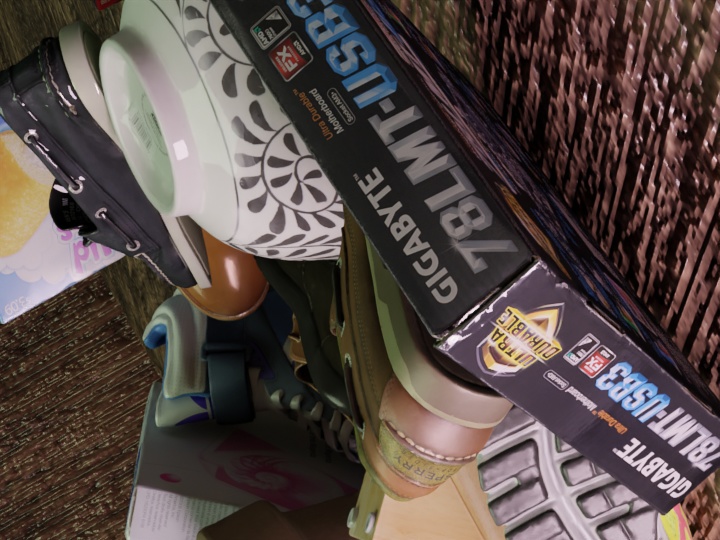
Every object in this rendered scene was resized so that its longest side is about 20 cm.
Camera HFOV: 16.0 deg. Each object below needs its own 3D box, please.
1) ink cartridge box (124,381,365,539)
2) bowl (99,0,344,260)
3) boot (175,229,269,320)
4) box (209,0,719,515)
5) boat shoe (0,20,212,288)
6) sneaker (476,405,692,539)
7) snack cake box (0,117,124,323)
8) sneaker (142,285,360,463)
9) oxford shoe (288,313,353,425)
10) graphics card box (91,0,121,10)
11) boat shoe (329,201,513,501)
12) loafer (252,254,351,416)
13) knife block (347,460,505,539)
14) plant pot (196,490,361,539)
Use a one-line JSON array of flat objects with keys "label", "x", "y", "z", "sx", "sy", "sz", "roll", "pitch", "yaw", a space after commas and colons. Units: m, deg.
[{"label": "ink cartridge box", "x": -0.038, "y": 0.131, "z": 1.553, "sx": 0.196, "sy": 0.198, "sz": 0.044, "roll": -99, "pitch": 20, "yaw": -75}, {"label": "bowl", "x": -0.063, "y": -0.083, "z": 1.202, "sx": 0.201, "sy": 0.094, "sz": 0.202, "roll": 55, "pitch": 157, "yaw": 36}, {"label": "boot", "x": -0.084, "y": -0.059, "z": 1.419, "sx": 0.155, "sy": 0.073, "sz": 0.201, "roll": -149, "pitch": 44, "yaw": -75}, {"label": "box", "x": 0.036, "y": -0.025, "z": 0.899, "sx": 0.200, "sy": 0.050, "sz": 0.198, "roll": 55, "pitch": -169, "yaw": 32}, {"label": "boat shoe", "x": -0.132, "y": -0.047, "z": 1.307, "sx": 0.200, "sy": 0.066, "sz": 0.075, "roll": 60, "pitch": -169, "yaw": -58}, {"label": "sneaker", "x": 0.095, "y": 0.096, "z": 1.063, "sx": 0.090, "sy": 0.078, "sz": 0.201, "roll": -91, "pitch": -16, "yaw": -74}, {"label": "snack cake box", "x": -0.156, "y": -0.067, "z": 1.530, "sx": 0.116, "sy": 0.199, "sz": 0.067, "roll": 62, "pitch": 170, "yaw": -10}, {"label": "sneaker", "x": -0.047, "y": 0.080, "z": 1.545, "sx": 0.201, "sy": 0.146, "sz": 0.081, "roll": 57, "pitch": 170, "yaw": 24}, {"label": "oxford shoe", "x": -0.015, "y": 0.024, "z": 1.444, "sx": 0.201, "sy": 0.071, "sz": 0.072, "roll": 60, "pitch": 176, "yaw": 40}, {"label": "graphics card box", "x": -0.181, "y": -0.258, "z": 1.562, "sx": 0.126, "sy": 0.051, "sz": 0.200, "roll": 58, "pitch": 170, "yaw": 18}, {"label": "boat shoe", "x": 0.015, "y": 0.008, "z": 1.028, "sx": 0.072, "sy": 0.068, "sz": 0.201, "roll": 23, "pitch": -149, "yaw": -16}, {"label": "loafer", "x": 0.000, "y": 0.000, "z": 1.344, "sx": 0.073, "sy": 0.072, "sz": 0.200, "roll": 18, "pitch": -153, "yaw": -31}, {"label": "knife block", "x": 0.091, "y": 0.100, "z": 1.178, "sx": 0.064, "sy": 0.174, "sz": 0.201, "roll": 171, "pitch": 114, "yaw": -79}, {"label": "plant pot", "x": 0.036, "y": 0.177, "z": 1.305, "sx": 0.201, "sy": 0.174, "sz": 0.200, "roll": 58, "pitch": 171, "yaw": 14}]
